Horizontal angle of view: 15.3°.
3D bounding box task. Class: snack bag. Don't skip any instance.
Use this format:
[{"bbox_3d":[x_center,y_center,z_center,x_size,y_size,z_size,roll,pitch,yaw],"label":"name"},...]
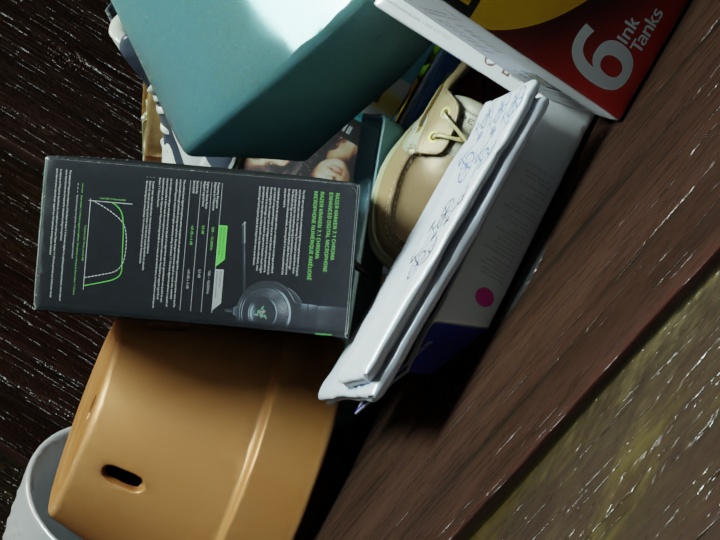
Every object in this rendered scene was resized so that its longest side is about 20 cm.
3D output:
[{"bbox_3d":[0.035,-0.012,1.485,0.189,0.021,0.200,-61,5,-7],"label":"snack bag"}]

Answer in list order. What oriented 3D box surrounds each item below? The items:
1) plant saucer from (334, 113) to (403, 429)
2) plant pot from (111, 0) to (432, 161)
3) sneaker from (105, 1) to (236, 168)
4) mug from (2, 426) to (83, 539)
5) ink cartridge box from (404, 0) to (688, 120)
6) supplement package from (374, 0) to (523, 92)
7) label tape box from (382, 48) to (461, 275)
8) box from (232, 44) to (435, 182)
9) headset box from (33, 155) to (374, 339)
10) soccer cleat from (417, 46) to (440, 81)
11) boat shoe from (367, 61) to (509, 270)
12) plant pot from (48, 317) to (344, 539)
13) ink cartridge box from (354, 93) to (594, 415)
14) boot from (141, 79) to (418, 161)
[{"bbox_3d":[0.000,0.000,1.720,0.070,0.019,0.201,-162,81,-78],"label":"plant saucer"},{"bbox_3d":[-0.030,-0.184,1.691,0.200,0.142,0.141,-35,-18,27],"label":"plant pot"},{"bbox_3d":[-0.132,-0.129,1.866,0.200,0.129,0.080,-57,7,32],"label":"sneaker"},{"bbox_3d":[-0.204,0.248,2.061,0.176,0.147,0.201,115,149,-42],"label":"mug"},{"bbox_3d":[0.103,-0.211,1.401,0.201,0.175,0.084,-60,24,-1],"label":"ink cartridge box"},{"bbox_3d":[0.114,-0.208,1.559,0.201,0.109,0.114,-59,-12,7],"label":"supplement package"},{"bbox_3d":[0.045,-0.075,1.834,0.145,0.063,0.200,-63,5,-33],"label":"label tape box"},{"bbox_3d":[-0.009,-0.133,1.868,0.201,0.082,0.049,-60,5,15],"label":"box"},{"bbox_3d":[-0.089,-0.016,1.622,0.174,0.199,0.093,-143,57,-87],"label":"headset box"},{"bbox_3d":[0.072,-0.154,2.006,0.081,0.067,0.200,-59,3,-27],"label":"soccer cleat"},{"bbox_3d":[0.065,-0.085,1.665,0.201,0.074,0.066,-63,2,-30],"label":"boat shoe"},{"bbox_3d":[-0.109,0.112,1.688,0.200,0.139,0.201,-159,90,-82],"label":"plant pot"},{"bbox_3d":[0.064,-0.007,1.480,0.201,0.037,0.095,-60,6,-24],"label":"ink cartridge box"},{"bbox_3d":[-0.064,-0.088,1.990,0.066,0.199,0.176,-102,14,-46],"label":"boot"}]
